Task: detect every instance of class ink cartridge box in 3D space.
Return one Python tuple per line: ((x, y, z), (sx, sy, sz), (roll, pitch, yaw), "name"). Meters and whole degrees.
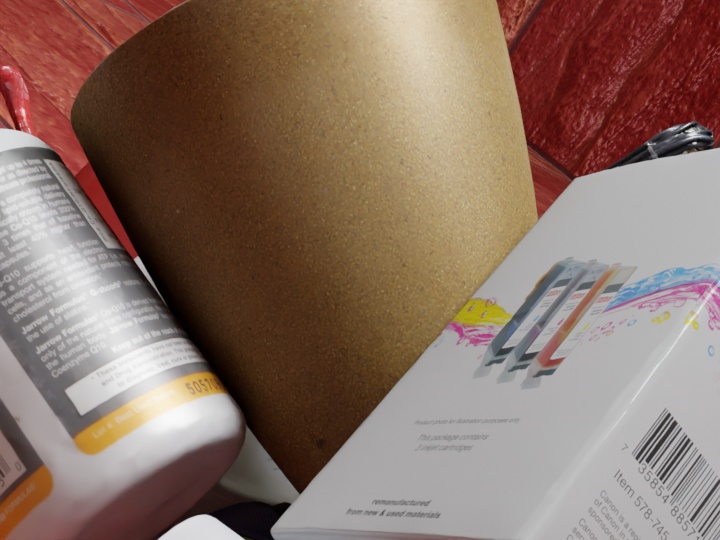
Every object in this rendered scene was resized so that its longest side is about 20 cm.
((0.104, 0.073, 0.715), (0.146, 0.200, 0.144), (53, -29, -18), "ink cartridge box")

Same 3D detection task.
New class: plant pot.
((0.000, 0.000, 0.833), (0.186, 0.185, 0.201), (9, 58, -64), "plant pot")

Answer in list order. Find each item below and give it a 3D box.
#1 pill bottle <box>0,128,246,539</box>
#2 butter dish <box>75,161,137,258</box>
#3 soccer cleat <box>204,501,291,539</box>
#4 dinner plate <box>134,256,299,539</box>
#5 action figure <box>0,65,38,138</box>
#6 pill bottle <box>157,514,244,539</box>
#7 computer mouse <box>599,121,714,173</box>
((-0.143, 0.018, 0.808), (0.200, 0.116, 0.116), (53, 16, 14), "pill bottle")
((-0.083, -0.015, 1.153), (0.199, 0.148, 0.199), (36, 11, 16), "butter dish")
((-0.011, 0.175, 0.819), (0.083, 0.065, 0.200), (-20, 52, -39), "soccer cleat")
((-0.037, 0.054, 0.951), (0.200, 0.200, 0.024), (35, -30, 12), "dinner plate")
((-0.154, -0.002, 0.946), (0.201, 0.065, 0.052), (65, 3, 27), "action figure")
((-0.001, 0.175, 0.652), (0.199, 0.116, 0.116), (35, 11, 14), "pill bottle")
((0.088, 0.015, 0.887), (0.058, 0.200, 0.034), (6, 42, -45), "computer mouse")
